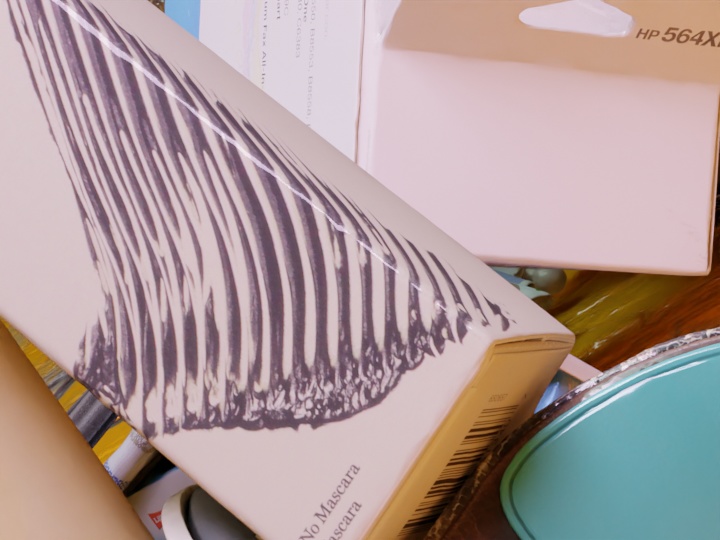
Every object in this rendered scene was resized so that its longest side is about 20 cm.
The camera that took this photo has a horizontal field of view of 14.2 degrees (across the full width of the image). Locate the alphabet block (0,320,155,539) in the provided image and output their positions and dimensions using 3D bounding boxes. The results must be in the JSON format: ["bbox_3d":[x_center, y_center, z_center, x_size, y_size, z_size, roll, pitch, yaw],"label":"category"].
[{"bbox_3d":[-0.162,0.109,0.870,0.195,0.200,0.196,-36,9,-12],"label":"alphabet block"}]

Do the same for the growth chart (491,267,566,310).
[{"bbox_3d":[0.000,0.000,1.082,0.144,0.018,0.200,15,10,22],"label":"growth chart"}]

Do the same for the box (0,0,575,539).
[{"bbox_3d":[-0.048,-0.010,0.752,0.082,0.200,0.068,-57,-19,13],"label":"box"}]

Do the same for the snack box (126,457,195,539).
[{"bbox_3d":[-0.006,0.039,1.199,0.116,0.037,0.200,-31,9,36],"label":"snack box"}]

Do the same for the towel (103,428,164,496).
[{"bbox_3d":[-0.084,0.063,1.197,0.200,0.024,0.147,-50,-2,23],"label":"towel"}]

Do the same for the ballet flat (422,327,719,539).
[{"bbox_3d":[0.041,0.083,0.732,0.200,0.068,0.075,-38,-6,-11],"label":"ballet flat"}]

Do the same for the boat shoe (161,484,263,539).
[{"bbox_3d":[-0.004,0.077,0.816,0.062,0.073,0.200,-33,-6,7],"label":"boat shoe"}]

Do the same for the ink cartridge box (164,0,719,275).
[{"bbox_3d":[0.027,-0.065,0.938,0.128,0.126,0.200,3,1,-23],"label":"ink cartridge box"}]

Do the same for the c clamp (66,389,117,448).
[{"bbox_3d":[-0.155,0.106,1.206,0.171,0.027,0.200,-48,3,44],"label":"c clamp"}]

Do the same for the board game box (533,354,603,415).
[{"bbox_3d":[-0.036,0.009,0.923,0.200,0.200,0.026,3,67,60],"label":"board game box"}]

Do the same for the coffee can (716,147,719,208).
[{"bbox_3d":[0.116,-0.093,1.103,0.146,0.147,0.200,-37,9,-17],"label":"coffee can"}]
